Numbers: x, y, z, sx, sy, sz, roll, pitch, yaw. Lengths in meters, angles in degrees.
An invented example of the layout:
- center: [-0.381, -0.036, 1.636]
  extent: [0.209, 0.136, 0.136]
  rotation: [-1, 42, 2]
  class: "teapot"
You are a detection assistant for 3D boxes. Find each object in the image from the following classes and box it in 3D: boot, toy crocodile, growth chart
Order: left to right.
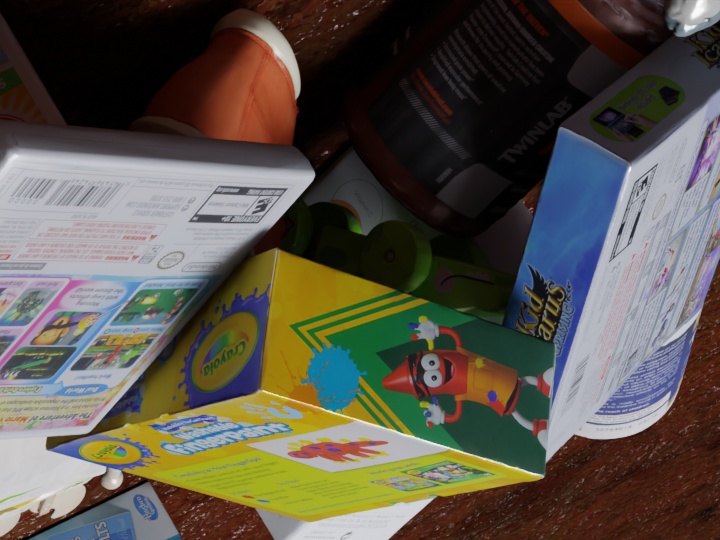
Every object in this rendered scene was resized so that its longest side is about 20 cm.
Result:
- center: [-0.196, 0.107, 1.342]
  extent: [0.200, 0.018, 0.145]
  rotation: [-15, 151, -36]
  class: "growth chart"
- center: [-0.060, -0.043, 1.240]
  extent: [0.200, 0.075, 0.107]
  rotation: [85, 29, -61]
  class: "boot"
- center: [0.000, 0.000, 1.315]
  extent: [0.067, 0.199, 0.062]
  rotation: [11, 93, -59]
  class: "toy crocodile"

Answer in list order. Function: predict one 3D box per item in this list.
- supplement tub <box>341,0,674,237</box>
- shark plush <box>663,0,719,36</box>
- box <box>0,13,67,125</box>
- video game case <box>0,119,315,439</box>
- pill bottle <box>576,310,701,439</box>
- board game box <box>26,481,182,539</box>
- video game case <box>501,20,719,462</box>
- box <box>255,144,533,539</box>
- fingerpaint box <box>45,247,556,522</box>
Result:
- center: [0.090, -0.116, 1.275]
  extent: [0.200, 0.107, 0.107]
  rotation: [-44, 153, 23]
  class: "supplement tub"
- center: [0.202, -0.184, 1.234]
  extent: [0.200, 0.091, 0.084]
  rotation: [-47, 146, -54]
  class: "shark plush"
- center: [-0.216, -0.013, 1.089]
  extent: [0.200, 0.113, 0.101]
  rotation: [-30, 156, -10]
  class: "box"
- center: [-0.135, 0.009, 1.069]
  extent: [0.182, 0.024, 0.200]
  rotation: [-47, 155, 25]
  class: "video game case"
- center: [0.163, 0.019, 1.605]
  extent: [0.111, 0.111, 0.200]
  rotation: [-26, 155, -14]
  class: "pill bottle"
- center: [-0.184, 0.241, 1.546]
  extent: [0.200, 0.151, 0.047]
  rotation: [-25, 154, -18]
  class: "board game box"
- center: [0.139, -0.022, 1.265]
  extent: [0.181, 0.045, 0.200]
  rotation: [-37, 150, -44]
  class: "video game case"
- center: [0.012, 0.038, 1.407]
  extent: [0.200, 0.152, 0.106]
  rotation: [-43, 154, 20]
  class: "box"
- center: [-0.032, 0.060, 1.223]
  extent: [0.166, 0.074, 0.200]
  rotation: [18, 159, -31]
  class: "fingerpaint box"
